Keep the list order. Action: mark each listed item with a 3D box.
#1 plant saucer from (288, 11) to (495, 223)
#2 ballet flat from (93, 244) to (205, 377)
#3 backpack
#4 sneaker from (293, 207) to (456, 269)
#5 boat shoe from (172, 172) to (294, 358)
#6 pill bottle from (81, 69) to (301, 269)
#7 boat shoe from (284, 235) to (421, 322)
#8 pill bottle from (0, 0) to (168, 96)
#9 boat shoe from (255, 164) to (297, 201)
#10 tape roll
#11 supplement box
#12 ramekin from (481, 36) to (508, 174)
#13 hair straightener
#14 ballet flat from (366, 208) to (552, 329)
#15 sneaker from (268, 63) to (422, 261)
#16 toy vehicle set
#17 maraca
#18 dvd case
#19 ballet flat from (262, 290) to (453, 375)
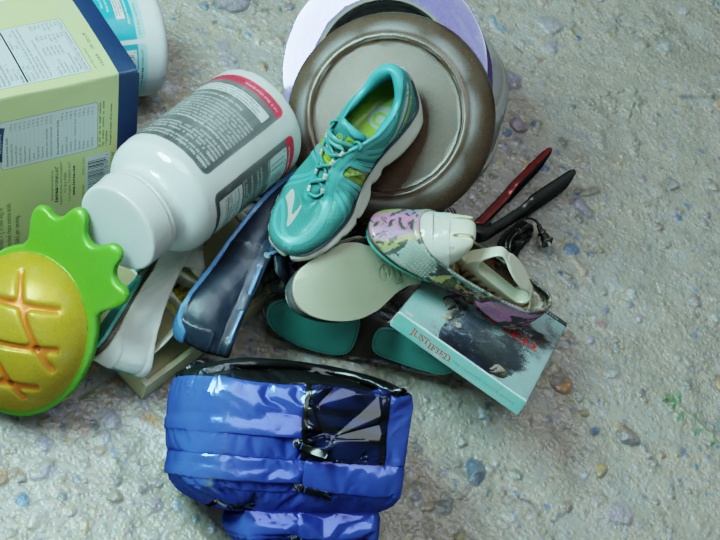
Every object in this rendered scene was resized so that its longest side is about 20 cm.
[{"bbox_3d":[0.026,-0.143,1.435,0.198,0.032,0.202,0,88,9],"label":"plant saucer"},{"bbox_3d":[-0.181,0.013,1.408,0.069,0.070,0.201,25,59,-2],"label":"ballet flat"},{"bbox_3d":[-0.072,0.157,1.324,0.198,0.162,0.169,11,77,-14],"label":"backpack"},{"bbox_3d":[0.006,-0.043,1.522,0.198,0.075,0.081,-5,62,-21],"label":"sneaker"},{"bbox_3d":[-0.095,0.001,1.409,0.068,0.084,0.201,31,67,5],"label":"boat shoe"},{"bbox_3d":[-0.150,-0.086,1.356,0.111,0.111,0.200,40,48,8],"label":"pill bottle"},{"bbox_3d":[0.000,0.000,1.429,0.199,0.062,0.072,-23,104,-42],"label":"boat shoe"},{"bbox_3d":[-0.296,-0.216,1.505,0.198,0.111,0.112,-10,63,-23],"label":"pill bottle"},{"bbox_3d":[-0.090,-0.110,1.537,0.198,0.062,0.073,10,54,-13],"label":"boat shoe"},{"bbox_3d":[0.028,-0.189,1.492,0.198,0.085,0.202,0,88,8],"label":"tape roll"},{"bbox_3d":[-0.317,-0.119,1.372,0.198,0.201,0.135,-16,49,-26],"label":"supplement box"},{"bbox_3d":[0.064,-0.186,1.614,0.200,0.094,0.204,8,58,-13],"label":"ramekin"},{"bbox_3d":[0.170,-0.053,1.589,0.077,0.041,0.200,41,46,8],"label":"hair straightener"},{"bbox_3d":[0.099,-0.010,1.419,0.199,0.071,0.070,32,50,-26],"label":"ballet flat"},{"bbox_3d":[-0.020,-0.101,1.366,0.077,0.080,0.201,30,79,18],"label":"sneaker"},{"bbox_3d":[-0.172,0.017,1.456,0.124,0.027,0.200,46,57,11],"label":"toy vehicle set"},{"bbox_3d":[-0.277,0.036,1.325,0.137,0.200,0.107,43,20,8],"label":"maraca"},{"bbox_3d":[0.118,0.052,1.477,0.145,0.022,0.200,35,25,5],"label":"dvd case"},{"bbox_3d":[0.002,0.051,1.478,0.199,0.072,0.073,15,56,-9],"label":"ballet flat"}]
